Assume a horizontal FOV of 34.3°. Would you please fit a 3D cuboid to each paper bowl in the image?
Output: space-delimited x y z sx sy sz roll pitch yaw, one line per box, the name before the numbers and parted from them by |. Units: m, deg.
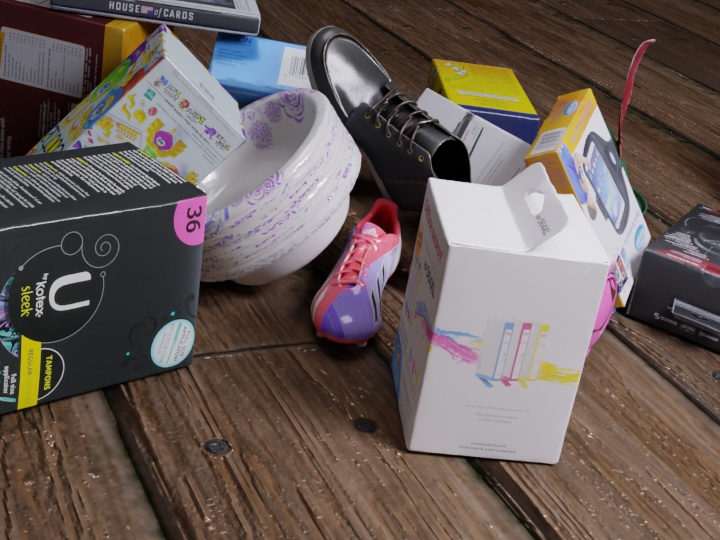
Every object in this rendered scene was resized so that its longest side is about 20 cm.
paper bowl | -0.090 -0.068 1.078 0.198 0.105 0.202 -26 32 17

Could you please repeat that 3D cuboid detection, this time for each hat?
hat | 0.281 -0.176 1.404 0.162 0.179 0.201 7 26 -6

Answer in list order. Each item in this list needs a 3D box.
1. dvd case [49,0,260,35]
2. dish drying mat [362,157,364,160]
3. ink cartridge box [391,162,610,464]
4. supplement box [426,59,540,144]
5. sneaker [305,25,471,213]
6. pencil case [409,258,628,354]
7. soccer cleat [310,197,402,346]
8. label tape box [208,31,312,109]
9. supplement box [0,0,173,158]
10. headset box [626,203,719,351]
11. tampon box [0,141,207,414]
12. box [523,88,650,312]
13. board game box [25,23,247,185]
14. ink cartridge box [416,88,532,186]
dvd case | -0.203 -0.275 1.160 0.196 0.025 0.151 6 25 -14
dish drying mat | 0.005 -0.145 1.330 0.197 0.018 0.077 -20 21 2
ink cartridge box | 0.104 0.026 0.904 0.123 0.203 0.129 6 25 -8
supplement box | 0.141 -0.175 1.434 0.107 0.111 0.201 7 25 -7
sneaker | 0.033 -0.147 1.088 0.075 0.201 0.106 -43 19 -22
pencil case | 0.142 0.003 1.087 0.198 0.095 0.091 22 38 27
soccer cleat | 0.000 0.000 1.064 0.066 0.078 0.200 13 26 8
label tape box | -0.086 -0.156 1.222 0.141 0.201 0.067 9 66 -1
supplement box | -0.311 -0.182 1.185 0.197 0.200 0.133 15 25 8
headset box | 0.368 0.014 1.167 0.147 0.078 0.199 22 29 25
tampon box | -0.235 0.002 0.891 0.198 0.152 0.126 -14 33 -39
box | 0.228 -0.059 1.131 0.041 0.202 0.120 -12 29 36
board game box | -0.210 -0.102 1.037 0.105 0.199 0.103 45 11 -27
ink cartridge box | 0.141 -0.093 1.226 0.144 0.085 0.200 36 3 -44
